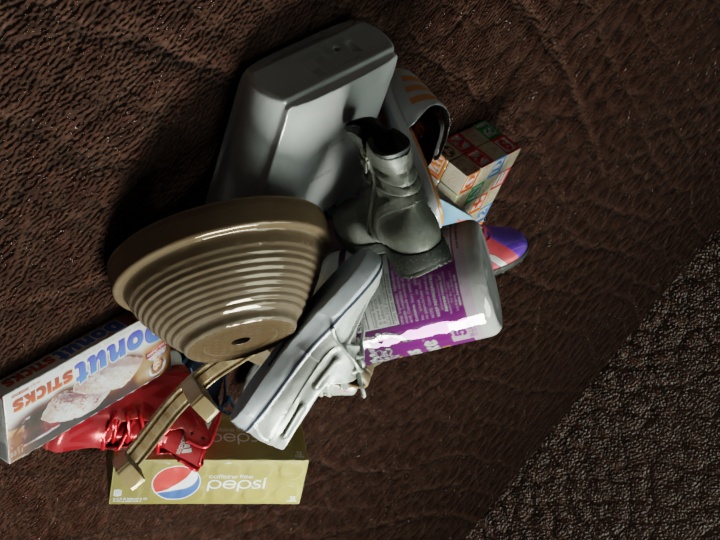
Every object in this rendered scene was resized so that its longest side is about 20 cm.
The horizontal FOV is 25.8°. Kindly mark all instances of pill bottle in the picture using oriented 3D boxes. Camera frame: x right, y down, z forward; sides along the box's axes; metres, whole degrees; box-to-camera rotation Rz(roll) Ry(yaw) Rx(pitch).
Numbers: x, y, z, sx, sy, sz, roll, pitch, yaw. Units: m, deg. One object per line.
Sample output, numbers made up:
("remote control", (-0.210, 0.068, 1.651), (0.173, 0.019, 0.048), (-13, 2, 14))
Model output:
("pill bottle", (0.026, 0.027, 1.473), (0.198, 0.114, 0.112), (-13, 164, 10))

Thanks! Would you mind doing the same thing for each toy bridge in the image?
("toy bridge", (-0.150, 0.116, 1.457), (0.200, 0.027, 0.067), (-44, -160, -3))

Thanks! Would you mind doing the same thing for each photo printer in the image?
("photo printer", (-0.058, -0.113, 1.416), (0.166, 0.069, 0.201), (-32, 154, -42))

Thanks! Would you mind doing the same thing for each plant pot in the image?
("plant pot", (-0.115, 0.019, 1.364), (0.198, 0.094, 0.201), (-14, 160, -5))

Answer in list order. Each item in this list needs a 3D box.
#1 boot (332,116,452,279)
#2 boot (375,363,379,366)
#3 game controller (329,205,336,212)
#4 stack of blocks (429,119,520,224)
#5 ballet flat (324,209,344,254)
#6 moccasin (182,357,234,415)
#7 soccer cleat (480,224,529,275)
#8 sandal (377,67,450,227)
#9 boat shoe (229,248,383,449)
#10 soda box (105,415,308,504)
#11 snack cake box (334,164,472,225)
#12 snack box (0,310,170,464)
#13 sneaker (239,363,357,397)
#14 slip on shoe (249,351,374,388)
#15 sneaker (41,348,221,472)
("boot", (0.016, -0.079, 1.398), (0.067, 0.200, 0.132), (-24, 110, -16))
("boot", (-0.012, 0.021, 1.628), (0.181, 0.073, 0.200), (-40, 131, 17))
("game controller", (-0.077, 0.015, 1.677), (0.104, 0.042, 0.201), (15, 114, -54))
("stack of blocks", (0.101, -0.070, 1.867), (0.115, 0.058, 0.201), (-29, 152, -46))
("ballet flat", (0.000, 0.000, 1.554), (0.072, 0.199, 0.069), (-61, -163, -7))
("moccasin", (-0.171, 0.152, 1.654), (0.080, 0.068, 0.201), (-21, 146, -55))
("soccer cleat", (0.093, -0.032, 1.777), (0.197, 0.069, 0.074), (-5, 129, -1))
("sandal", (0.060, -0.121, 1.467), (0.059, 0.208, 0.080), (-16, 142, -6))
("boat shoe", (-0.026, 0.079, 1.392), (0.203, 0.086, 0.075), (-53, -169, 11))
("soda box", (-0.155, 0.191, 1.592), (0.198, 0.064, 0.068), (2, 130, -15))
("snack cake box", (0.031, -0.075, 1.616), (0.067, 0.115, 0.200), (-52, 161, 7))
("snack box", (-0.249, 0.096, 1.414), (0.199, 0.024, 0.073), (-31, 132, -43))
("sneaker", (-0.052, 0.113, 1.802), (0.199, 0.099, 0.078), (-36, 157, -35))
("slip on shoe", (-0.078, 0.078, 1.575), (0.198, 0.061, 0.076), (12, 148, -23))
("sneaker", (-0.205, 0.146, 1.496), (0.199, 0.115, 0.079), (-27, 151, -49))
